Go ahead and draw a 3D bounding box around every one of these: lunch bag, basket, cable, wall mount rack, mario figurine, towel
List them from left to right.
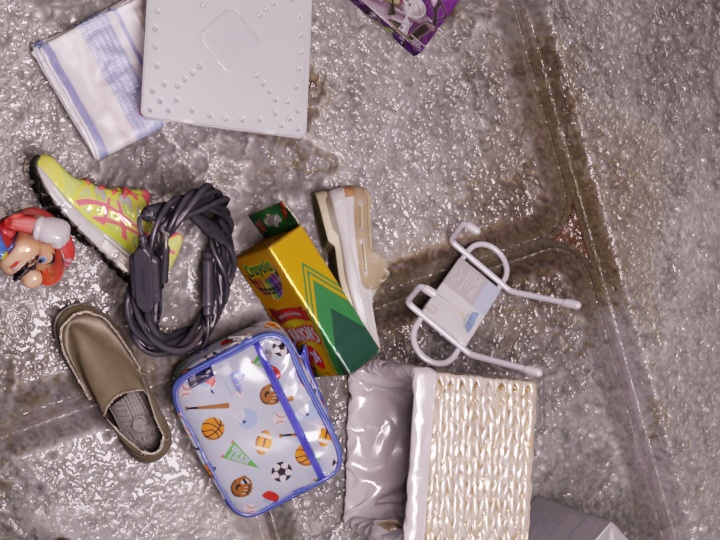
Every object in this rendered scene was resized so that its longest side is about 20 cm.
[{"bbox_3d":[-0.379,-0.014,1.354,0.199,0.123,0.107,5,97,-51],"label":"mario figurine"},{"bbox_3d":[-0.252,-0.232,1.471,0.199,0.024,0.148,-31,99,-16],"label":"towel"},{"bbox_3d":[-0.195,0.003,1.437,0.163,0.050,0.202,-40,138,-48],"label":"cable"},{"bbox_3d":[-0.113,0.161,1.462,0.159,0.076,0.202,-25,104,-1],"label":"lunch bag"},{"bbox_3d":[0.087,0.206,1.482,0.159,0.198,0.203,4,87,-22],"label":"basket"},{"bbox_3d":[0.153,0.042,1.527,0.173,0.075,0.201,38,55,-1],"label":"wall mount rack"}]

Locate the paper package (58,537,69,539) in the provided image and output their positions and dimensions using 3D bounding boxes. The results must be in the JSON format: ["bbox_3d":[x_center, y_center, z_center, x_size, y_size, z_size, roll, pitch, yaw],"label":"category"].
[{"bbox_3d":[-0.286,0.398,1.358,0.102,0.190,0.202,17,82,-16],"label":"paper package"}]

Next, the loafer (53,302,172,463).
[{"bbox_3d":[-0.266,0.123,1.434,0.075,0.070,0.201,-36,99,-15],"label":"loafer"}]

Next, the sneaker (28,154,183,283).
[{"bbox_3d":[-0.278,-0.066,1.436,0.200,0.078,0.091,45,76,-23],"label":"sneaker"}]

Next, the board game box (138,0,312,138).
[{"bbox_3d":[-0.153,-0.260,1.485,0.198,0.026,0.203,5,85,-26],"label":"board game box"}]

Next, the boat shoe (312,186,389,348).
[{"bbox_3d":[0.000,0.000,1.519,0.068,0.075,0.202,-14,92,-12],"label":"boat shoe"}]

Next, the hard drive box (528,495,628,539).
[{"bbox_3d":[0.273,0.358,1.533,0.077,0.200,0.156,-44,100,-13],"label":"hard drive box"}]

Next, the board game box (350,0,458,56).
[{"bbox_3d":[0.028,-0.369,1.563,0.199,0.032,0.121,39,74,-13],"label":"board game box"}]

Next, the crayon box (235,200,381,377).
[{"bbox_3d":[-0.070,0.025,1.468,0.051,0.127,0.201,-35,98,-22],"label":"crayon box"}]
